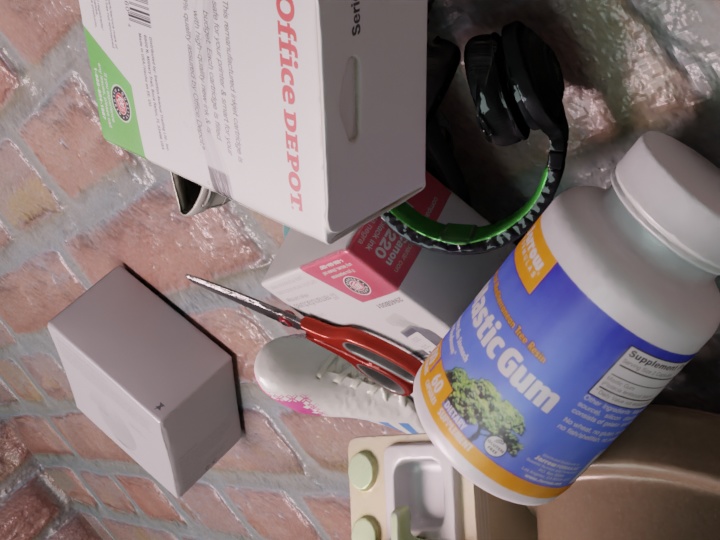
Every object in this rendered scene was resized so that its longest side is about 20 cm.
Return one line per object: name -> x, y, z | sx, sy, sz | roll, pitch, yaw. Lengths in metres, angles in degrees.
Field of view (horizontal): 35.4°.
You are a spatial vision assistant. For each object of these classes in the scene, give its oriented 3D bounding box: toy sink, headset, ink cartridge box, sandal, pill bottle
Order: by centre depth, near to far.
ink cartridge box -> -0.061, -0.121, 0.609 | 0.199, 0.084, 0.147 | 26, 131, 36
pill bottle -> 0.125, 0.026, 0.623 | 0.112, 0.112, 0.201 | 41, 118, 11
headset -> 0.052, -0.102, 0.624 | 0.122, 0.094, 0.202 | 4, 111, 15
sandal -> 0.034, -0.093, 0.748 | 0.076, 0.043, 0.201 | 15, 142, 35
ink cartridge box -> 0.051, 0.024, 0.778 | 0.199, 0.085, 0.145 | 36, 157, -18
toy sink -> 0.067, 0.176, 0.835 | 0.130, 0.199, 0.113 | -13, 76, 46

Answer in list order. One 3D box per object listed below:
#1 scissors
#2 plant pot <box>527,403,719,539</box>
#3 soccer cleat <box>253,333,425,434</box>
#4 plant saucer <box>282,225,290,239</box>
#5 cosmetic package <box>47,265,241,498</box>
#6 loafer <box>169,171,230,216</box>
scissors -> -0.041, 0.035, 0.793 | 0.199, 0.014, 0.073 | 28, 161, 9
plant pot -> 0.189, 0.203, 0.700 | 0.198, 0.176, 0.201 | 13, 152, 7
soccer cleat -> 0.014, 0.091, 0.926 | 0.198, 0.071, 0.086 | 17, 158, -21
plant saucer -> 0.000, 0.000, 0.928 | 0.199, 0.036, 0.201 | 35, 150, 23
cosmetic package -> -0.259, 0.137, 1.387 | 0.199, 0.123, 0.201 | 36, 152, 21
loafer -> -0.136, -0.121, 0.927 | 0.070, 0.070, 0.201 | 32, 149, 27
